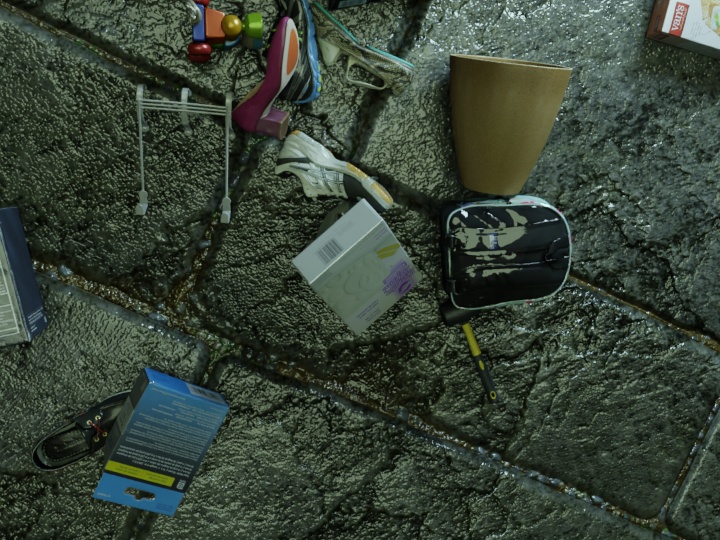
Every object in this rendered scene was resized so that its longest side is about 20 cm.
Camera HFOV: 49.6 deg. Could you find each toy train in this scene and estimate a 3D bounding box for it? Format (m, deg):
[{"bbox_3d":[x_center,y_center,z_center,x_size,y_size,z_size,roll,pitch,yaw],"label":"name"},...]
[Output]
[{"bbox_3d":[-0.192,-0.353,1.122,0.115,0.200,0.085,-3,97,-12],"label":"toy train"}]

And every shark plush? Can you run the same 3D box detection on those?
[{"bbox_3d":[-0.027,-0.063,1.267,0.083,0.091,0.201,28,72,-29],"label":"shark plush"}]

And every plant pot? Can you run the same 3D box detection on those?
[{"bbox_3d":[0.217,-0.225,1.213,0.186,0.186,0.201,4,107,-8],"label":"plant pot"}]

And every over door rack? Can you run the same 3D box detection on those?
[{"bbox_3d":[-0.271,-0.182,1.203,0.147,0.067,0.201,4,110,-4],"label":"over door rack"}]

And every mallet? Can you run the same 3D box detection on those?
[{"bbox_3d":[0.204,0.131,1.319,0.066,0.041,0.200,-30,104,0],"label":"mallet"}]

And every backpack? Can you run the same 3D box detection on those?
[{"bbox_3d":[0.228,-0.034,1.240,0.199,0.151,0.178,-5,105,2],"label":"backpack"}]

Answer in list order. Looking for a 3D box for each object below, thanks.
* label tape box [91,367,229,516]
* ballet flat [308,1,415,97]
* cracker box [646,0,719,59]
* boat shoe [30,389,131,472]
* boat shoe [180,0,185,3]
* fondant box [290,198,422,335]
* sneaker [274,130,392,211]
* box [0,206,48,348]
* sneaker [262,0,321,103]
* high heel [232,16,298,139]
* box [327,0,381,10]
[{"bbox_3d":[-0.319,0.271,1.230,0.144,0.063,0.200,27,93,-31],"label":"label tape box"},{"bbox_3d":[-0.010,-0.335,1.218,0.200,0.068,0.075,30,102,-14],"label":"ballet flat"},{"bbox_3d":[0.589,-0.428,1.285,0.199,0.058,0.134,13,95,-8],"label":"cracker box"},{"bbox_3d":[-0.425,0.257,1.239,0.201,0.063,0.074,-27,97,-5],"label":"boat shoe"},{"bbox_3d":[-0.287,-0.491,1.156,0.073,0.068,0.200,-26,100,-3],"label":"boat shoe"},{"bbox_3d":[0.000,0.000,1.201,0.144,0.200,0.058,-41,57,-1],"label":"fondant box"},{"bbox_3d":[-0.044,-0.135,1.220,0.200,0.076,0.088,33,94,14],"label":"sneaker"},{"bbox_3d":[-0.596,0.021,1.153,0.199,0.123,0.199,-12,100,-8],"label":"box"},{"bbox_3d":[-0.113,-0.357,1.195,0.082,0.071,0.200,-12,102,-12],"label":"sneaker"},{"bbox_3d":[-0.149,-0.289,1.158,0.096,0.067,0.200,20,129,8],"label":"high heel"},{"bbox_3d":[0.040,-0.479,1.169,0.199,0.132,0.115,-12,95,-6],"label":"box"}]
